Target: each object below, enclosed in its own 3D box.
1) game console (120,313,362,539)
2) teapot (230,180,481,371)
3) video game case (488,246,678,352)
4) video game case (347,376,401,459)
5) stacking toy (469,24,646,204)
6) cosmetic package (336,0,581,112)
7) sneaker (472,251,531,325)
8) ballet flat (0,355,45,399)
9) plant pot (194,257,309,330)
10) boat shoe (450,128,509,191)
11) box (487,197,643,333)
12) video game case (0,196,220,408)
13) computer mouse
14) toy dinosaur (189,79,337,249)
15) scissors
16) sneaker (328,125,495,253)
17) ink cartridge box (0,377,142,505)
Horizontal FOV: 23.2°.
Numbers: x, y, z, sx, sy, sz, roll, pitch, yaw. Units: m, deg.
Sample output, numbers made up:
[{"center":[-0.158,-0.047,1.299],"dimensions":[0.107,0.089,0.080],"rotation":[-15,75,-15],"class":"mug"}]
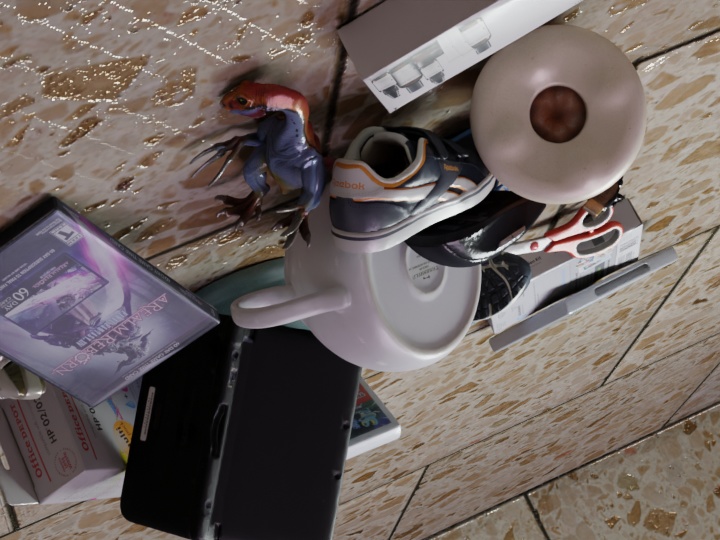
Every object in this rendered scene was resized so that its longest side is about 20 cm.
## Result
[{"center":[-0.111,0.146,1.595],"dimensions":[0.175,0.202,0.116],"rotation":[6,174,44],"class":"game console"},{"center":[0.000,0.000,1.540],"dimensions":[0.145,0.199,0.200],"rotation":[-6,149,40],"class":"teapot"},{"center":[0.275,0.038,2.179],"dimensions":[0.181,0.022,0.200],"rotation":[-24,175,-27],"class":"video game case"},{"center":[-0.088,0.143,1.789],"dimensions":[0.199,0.182,0.023],"rotation":[-20,134,-22],"class":"video game case"},{"center":[0.168,-0.133,1.519],"dimensions":[0.145,0.147,0.200],"rotation":[-29,-179,5],"class":"stacking toy"},{"center":[0.088,-0.195,1.292],"dimensions":[0.199,0.051,0.083],"rotation":[-30,163,8],"class":"cosmetic package"},{"center":[0.115,0.025,1.930],"dimensions":[0.199,0.078,0.086],"rotation":[-27,172,38],"class":"sneaker"},{"center":[-0.277,0.070,1.483],"dimensions":[0.200,0.072,0.072],"rotation":[-38,160,32],"class":"ballet flat"},{"center":[-0.098,0.096,1.700],"dimensions":[0.199,0.135,0.200],"rotation":[-24,162,-9],"class":"plant pot"},{"center":[0.099,-0.067,1.636],"dimensions":[0.084,0.069,0.200],"rotation":[-23,161,-15],"class":"boat shoe"},{"center":[0.234,-0.003,2.064],"dimensions":[0.199,0.041,0.156],"rotation":[-28,163,-1],"class":"box"},{"center":[-0.227,0.030,1.389],"dimensions":[0.142,0.019,0.200],"rotation":[-33,136,18],"class":"video game case"},{"center":[0.138,-0.039,1.490],"dimensions":[0.140,0.046,0.200],"rotation":[4,-157,39],"class":"computer mouse"},{"center":[-0.065,-0.100,1.360],"dimensions":[0.182,0.104,0.201],"rotation":[110,7,-48],"class":"toy dinosaur"},{"center":[0.203,-0.024,1.944],"dimensions":[0.199,0.014,0.074],"rotation":[-23,128,-14],"class":"scissors"},{"center":[0.047,-0.083,1.423],"dimensions":[0.078,0.080,0.200],"rotation":[9,-155,32],"class":"sneaker"},{"center":[-0.264,0.151,1.642],"dimensions":[0.068,0.116,0.200],"rotation":[-35,161,24],"class":"ink cartridge box"}]
